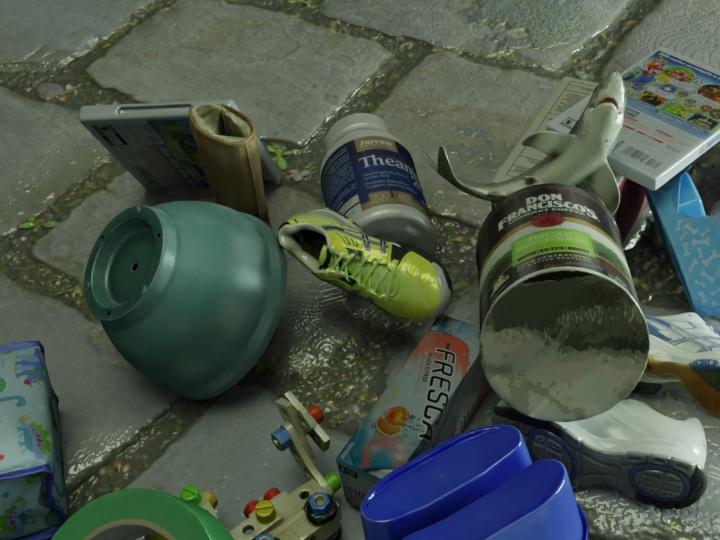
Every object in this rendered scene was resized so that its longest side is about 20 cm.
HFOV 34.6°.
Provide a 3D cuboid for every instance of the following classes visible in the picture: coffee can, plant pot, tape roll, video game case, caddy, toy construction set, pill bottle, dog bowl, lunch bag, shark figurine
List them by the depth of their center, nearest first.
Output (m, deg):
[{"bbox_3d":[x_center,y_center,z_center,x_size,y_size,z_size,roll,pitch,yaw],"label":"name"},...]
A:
[{"bbox_3d":[-0.187,0.284,0.950,0.198,0.048,0.203,-9,66,21],"label":"tape roll"},{"bbox_3d":[0.094,0.223,0.967,0.198,0.106,0.141,-25,28,-18],"label":"caddy"},{"bbox_3d":[-0.093,0.211,1.040,0.200,0.092,0.131,-43,50,-14],"label":"toy construction set"},{"bbox_3d":[0.180,0.024,1.062,0.144,0.148,0.200,-5,24,7],"label":"coffee can"},{"bbox_3d":[-0.389,0.180,1.106,0.197,0.128,0.171,-10,43,-12],"label":"lunch bag"},{"bbox_3d":[-0.191,0.013,1.159,0.199,0.134,0.203,-19,59,33],"label":"plant pot"},{"bbox_3d":[0.177,-0.106,1.161,0.212,0.129,0.090,-20,17,15],"label":"shark figurine"},{"bbox_3d":[0.335,-0.035,1.174,0.049,0.112,0.201,-20,43,12],"label":"dog bowl"},{"bbox_3d":[0.312,-0.164,1.213,0.199,0.018,0.143,-34,48,-27],"label":"video game case"},{"bbox_3d":[0.014,-0.085,1.292,0.110,0.112,0.201,-13,44,-1],"label":"pill bottle"},{"bbox_3d":[-0.205,-0.144,1.349,0.180,0.200,0.022,-1,71,12],"label":"video game case"}]

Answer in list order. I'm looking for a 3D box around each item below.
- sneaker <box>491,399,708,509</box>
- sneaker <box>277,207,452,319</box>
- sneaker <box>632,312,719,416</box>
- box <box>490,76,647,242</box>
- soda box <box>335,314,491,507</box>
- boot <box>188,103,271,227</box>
[{"bbox_3d":[0.217,0.152,1.047,0.198,0.075,0.087,15,37,17],"label":"sneaker"},{"bbox_3d":[0.000,0.000,1.146,0.199,0.076,0.076,23,20,31],"label":"sneaker"},{"bbox_3d":[0.322,0.077,1.082,0.198,0.076,0.088,15,50,25],"label":"sneaker"},{"bbox_3d":[0.240,-0.101,1.257,0.127,0.110,0.201,18,52,26],"label":"box"},{"bbox_3d":[0.058,0.136,1.086,0.063,0.069,0.200,17,50,28],"label":"soda box"},{"bbox_3d":[-0.155,-0.101,1.283,0.174,0.201,0.066,29,57,35],"label":"boot"}]
